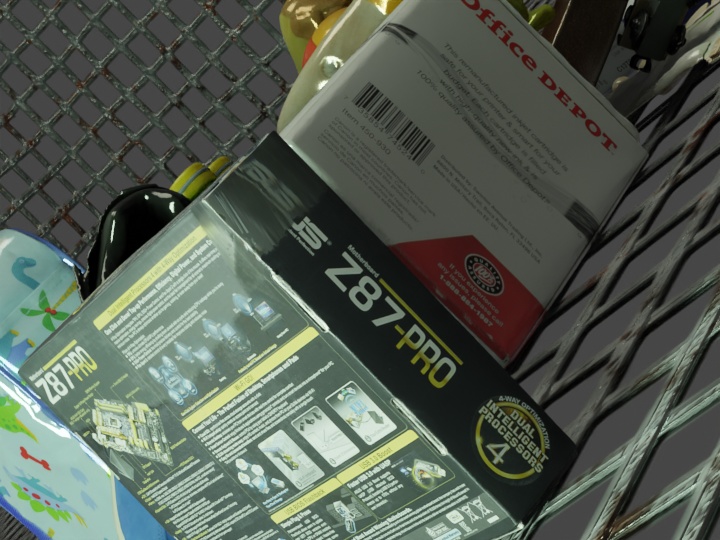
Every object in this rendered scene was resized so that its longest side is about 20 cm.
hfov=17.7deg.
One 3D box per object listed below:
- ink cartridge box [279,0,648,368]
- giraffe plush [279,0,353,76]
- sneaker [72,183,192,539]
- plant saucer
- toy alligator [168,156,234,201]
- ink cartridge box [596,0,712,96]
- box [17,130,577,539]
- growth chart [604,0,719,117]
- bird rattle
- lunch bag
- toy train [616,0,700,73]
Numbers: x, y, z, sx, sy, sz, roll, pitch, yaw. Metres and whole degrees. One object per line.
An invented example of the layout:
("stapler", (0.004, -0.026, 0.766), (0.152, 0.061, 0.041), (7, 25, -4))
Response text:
("ink cartridge box", (0.035, -0.040, 1.123), (0.083, 0.147, 0.200), (-42, 6, 41))
("giraffe plush", (0.036, -0.112, 1.493), (0.200, 0.172, 0.162), (-62, 24, 9))
("sneaker", (-0.079, 0.057, 1.023), (0.077, 0.200, 0.111), (-9, -27, -8))
("plant saucer", (0.110, -0.104, 1.309), (0.200, 0.034, 0.201), (24, -90, -90))
("toy alligator", (-0.060, -0.020, 1.182), (0.054, 0.059, 0.200), (-53, -8, 15))
("ink cartridge box", (0.212, -0.197, 1.504), (0.196, 0.043, 0.200), (-39, 10, 50))
("box", (-0.032, 0.053, 0.879), (0.049, 0.161, 0.200), (-49, 6, -34))
("growth chart", (0.181, -0.120, 1.295), (0.200, 0.018, 0.145), (-39, 8, 48))
("bird rattle", (-0.001, -0.116, 1.298), (0.200, 0.113, 0.163), (-45, -9, 17))
("lunch bag", (-0.136, 0.086, 1.159), (0.082, 0.200, 0.161), (-47, -5, -29))
("toy train", (0.185, -0.201, 1.237), (0.046, 0.034, 0.200), (-114, 43, -65))
